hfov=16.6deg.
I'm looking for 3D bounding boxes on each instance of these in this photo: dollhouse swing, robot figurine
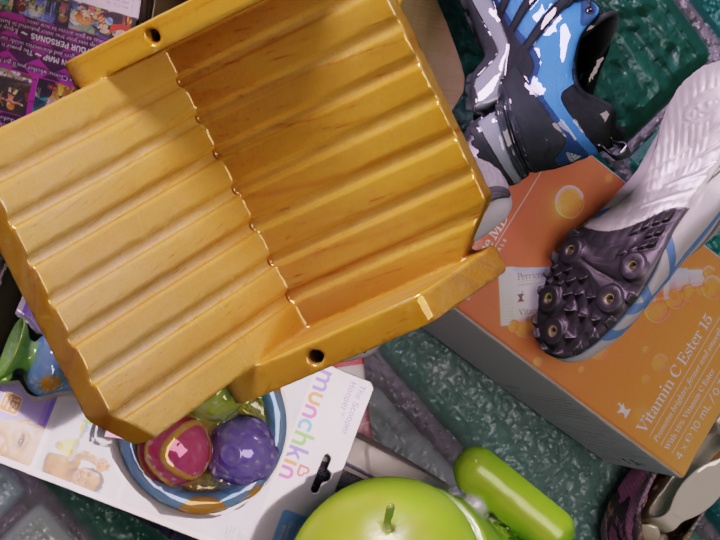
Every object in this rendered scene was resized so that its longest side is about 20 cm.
[{"bbox_3d":[-0.059,-0.037,1.230,0.182,0.176,0.200,-24,96,21],"label":"dollhouse swing"},{"bbox_3d":[0.033,0.180,1.344,0.175,0.116,0.200,-51,147,2],"label":"robot figurine"}]

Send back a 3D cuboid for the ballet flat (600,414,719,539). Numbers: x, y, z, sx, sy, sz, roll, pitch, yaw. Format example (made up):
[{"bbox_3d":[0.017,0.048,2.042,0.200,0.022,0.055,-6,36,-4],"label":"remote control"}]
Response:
[{"bbox_3d":[0.220,0.100,1.522,0.069,0.071,0.200,37,78,-20],"label":"ballet flat"}]

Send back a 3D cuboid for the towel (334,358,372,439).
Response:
[{"bbox_3d":[-0.071,0.013,1.420,0.144,0.023,0.200,-8,95,-22],"label":"towel"}]

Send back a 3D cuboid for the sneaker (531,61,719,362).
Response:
[{"bbox_3d":[0.172,-0.026,1.394,0.200,0.072,0.072,-53,136,-7],"label":"sneaker"}]

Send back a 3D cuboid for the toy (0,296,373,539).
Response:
[{"bbox_3d":[-0.097,0.078,1.313,0.200,0.047,0.115,23,84,-12],"label":"toy"}]

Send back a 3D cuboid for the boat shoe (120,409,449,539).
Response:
[{"bbox_3d":[-0.055,0.120,1.388,0.200,0.075,0.093,24,90,-13],"label":"boat shoe"}]

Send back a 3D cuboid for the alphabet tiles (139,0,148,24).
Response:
[{"bbox_3d":[-0.067,-0.198,1.412,0.200,0.015,0.196,-13,101,-22],"label":"alphabet tiles"}]

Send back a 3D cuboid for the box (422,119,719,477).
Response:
[{"bbox_3d":[0.128,0.016,1.463,0.200,0.097,0.124,36,78,-20],"label":"box"}]

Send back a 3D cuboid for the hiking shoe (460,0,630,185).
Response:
[{"bbox_3d":[0.103,-0.145,1.391,0.087,0.074,0.200,-10,72,15],"label":"hiking shoe"}]

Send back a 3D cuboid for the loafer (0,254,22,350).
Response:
[{"bbox_3d":[-0.189,-0.013,1.332,0.070,0.075,0.200,14,87,-6],"label":"loafer"}]

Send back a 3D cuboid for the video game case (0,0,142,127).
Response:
[{"bbox_3d":[-0.217,-0.134,1.297,0.200,0.036,0.181,14,64,-18],"label":"video game case"}]

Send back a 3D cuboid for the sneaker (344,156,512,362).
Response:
[{"bbox_3d":[0.000,0.000,1.372,0.200,0.075,0.087,-27,127,19],"label":"sneaker"}]

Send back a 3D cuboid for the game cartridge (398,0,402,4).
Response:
[{"bbox_3d":[-0.050,-0.219,1.364,0.200,0.032,0.176,34,64,-16],"label":"game cartridge"}]

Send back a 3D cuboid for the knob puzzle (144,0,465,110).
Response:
[{"bbox_3d":[-0.033,-0.123,1.407,0.220,0.030,0.220,1,89,-27],"label":"knob puzzle"}]
